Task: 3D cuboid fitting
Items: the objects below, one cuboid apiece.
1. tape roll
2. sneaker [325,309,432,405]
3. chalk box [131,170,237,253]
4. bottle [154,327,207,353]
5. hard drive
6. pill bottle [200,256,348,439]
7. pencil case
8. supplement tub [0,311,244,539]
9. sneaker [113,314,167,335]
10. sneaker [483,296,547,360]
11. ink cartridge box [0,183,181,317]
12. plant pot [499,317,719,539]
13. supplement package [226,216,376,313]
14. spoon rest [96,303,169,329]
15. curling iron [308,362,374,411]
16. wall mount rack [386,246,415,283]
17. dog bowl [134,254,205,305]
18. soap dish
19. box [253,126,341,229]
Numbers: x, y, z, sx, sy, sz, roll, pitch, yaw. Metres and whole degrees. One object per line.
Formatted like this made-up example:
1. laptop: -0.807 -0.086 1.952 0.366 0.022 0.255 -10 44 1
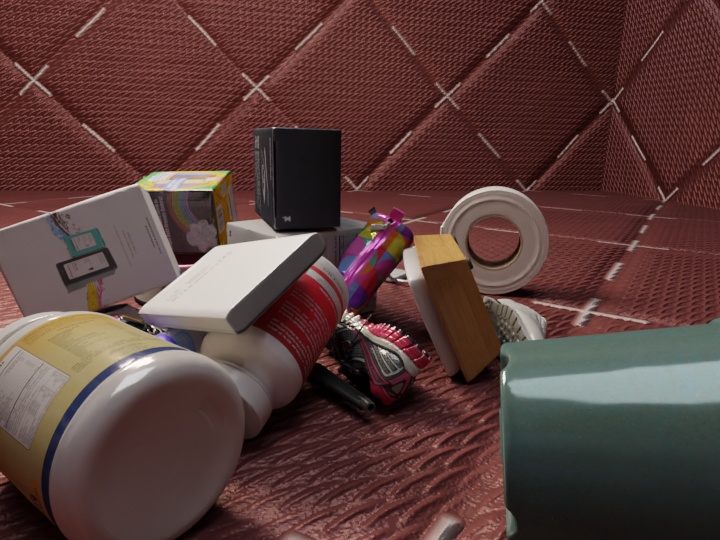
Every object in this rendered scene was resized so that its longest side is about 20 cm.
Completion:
1. tape roll: 0.255 -0.059 1.008 0.202 0.203 0.071 5 16 14
2. sneaker: -0.003 0.099 0.640 0.075 0.081 0.200 -52 24 -15
3. chalk box: -0.344 -0.109 0.972 0.199 0.125 0.124 1 26 4
4. bottle: -0.164 0.085 0.622 0.065 0.084 0.200 -21 5 35
5. hard drive: -0.143 0.013 0.563 0.200 0.027 0.132 -3 35 47
6. pill bottle: -0.097 0.073 0.563 0.112 0.112 0.200 7 38 20
7. pencil case: 0.000 0.000 0.789 0.088 0.088 0.200 17 65 46
8. supplement tub: -0.207 0.113 0.417 0.200 0.145 0.144 12 18 36
9. sneaker: -0.257 0.091 0.611 0.200 0.087 0.080 -12 21 -43
10. sneaker: 0.226 0.083 0.725 0.080 0.077 0.200 10 16 -4
11. ink cartridge box: -0.388 -0.021 0.769 0.200 0.146 0.147 -22 10 -14
12. plant pot: 0.198 0.122 0.358 0.196 0.201 0.200 -2 13 17
13. supplement package: -0.093 -0.004 0.864 0.200 0.151 0.152 -11 19 -40
14. spoon rest: -0.311 0.076 0.754 0.199 0.061 0.099 -10 11 10
15. curling iron: -0.056 0.127 0.614 0.050 0.026 0.200 -21 26 -40
16. wall mount rack: 0.027 -0.019 1.084 0.200 0.075 0.174 11 18 36
17. dog bowl: -0.310 0.006 0.962 0.200 0.074 0.200 2 15 0
18. soap dish: 0.121 0.036 0.713 0.081 0.158 0.200 -22 12 9
19. box: -0.107 -0.152 0.842 0.104 0.148 0.200 -3 16 -19
